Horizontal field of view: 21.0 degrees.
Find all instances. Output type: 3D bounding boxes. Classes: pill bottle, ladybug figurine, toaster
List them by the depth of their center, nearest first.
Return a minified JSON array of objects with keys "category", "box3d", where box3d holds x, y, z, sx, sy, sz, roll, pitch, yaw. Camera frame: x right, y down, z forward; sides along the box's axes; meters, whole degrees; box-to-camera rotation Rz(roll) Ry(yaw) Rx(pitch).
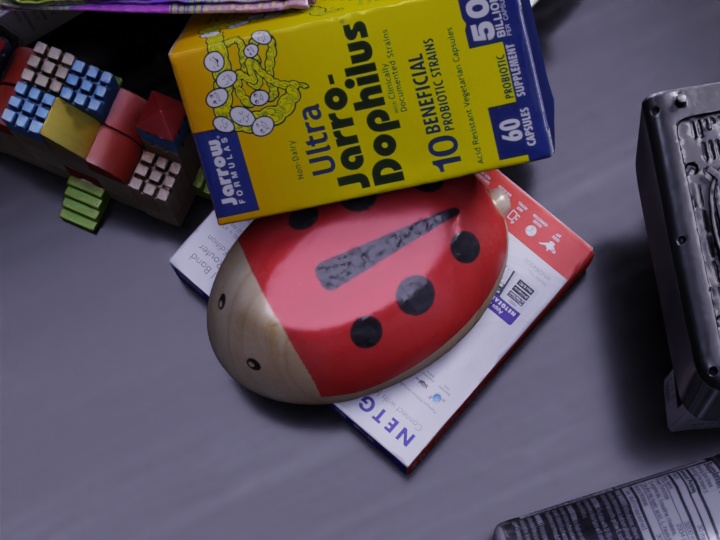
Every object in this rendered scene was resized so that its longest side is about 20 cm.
[{"category":"toaster","box3d":[0.259,-0.010,1.081,0.181,0.119,0.200,-10,74,1]},{"category":"pill bottle","box3d":[0.187,0.172,1.149,0.200,0.106,0.106,-17,79,-2]},{"category":"ladybug figurine","box3d":[0.000,0.000,1.156,0.200,0.072,0.136,-31,79,-5]}]

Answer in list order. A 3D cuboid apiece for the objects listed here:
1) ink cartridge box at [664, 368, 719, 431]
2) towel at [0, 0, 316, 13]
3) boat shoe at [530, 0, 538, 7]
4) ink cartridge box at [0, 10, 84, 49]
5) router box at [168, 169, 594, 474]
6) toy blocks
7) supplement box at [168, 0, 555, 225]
[{"category":"ink cartridge box","box3d":[0.289,0.067,1.172,0.200,0.099,0.039,-3,77,0]},{"category":"towel","box3d":[-0.102,-0.194,1.142,0.200,0.023,0.144,1,38,11]},{"category":"boat shoe","box3d":[0.099,-0.199,1.247,0.062,0.075,0.200,39,91,-3]},{"category":"ink cartridge box","box3d":[-0.267,-0.206,1.249,0.200,0.084,0.146,-30,80,-5]},{"category":"router box","box3d":[0.014,-0.004,1.219,0.200,0.049,0.180,40,82,8]},{"category":"toy blocks","box3d":[-0.177,-0.092,1.197,0.200,0.137,0.100,23,80,6]},{"category":"supplement box","box3d":[0.005,-0.112,1.126,0.200,0.110,0.109,-12,110,10]}]
